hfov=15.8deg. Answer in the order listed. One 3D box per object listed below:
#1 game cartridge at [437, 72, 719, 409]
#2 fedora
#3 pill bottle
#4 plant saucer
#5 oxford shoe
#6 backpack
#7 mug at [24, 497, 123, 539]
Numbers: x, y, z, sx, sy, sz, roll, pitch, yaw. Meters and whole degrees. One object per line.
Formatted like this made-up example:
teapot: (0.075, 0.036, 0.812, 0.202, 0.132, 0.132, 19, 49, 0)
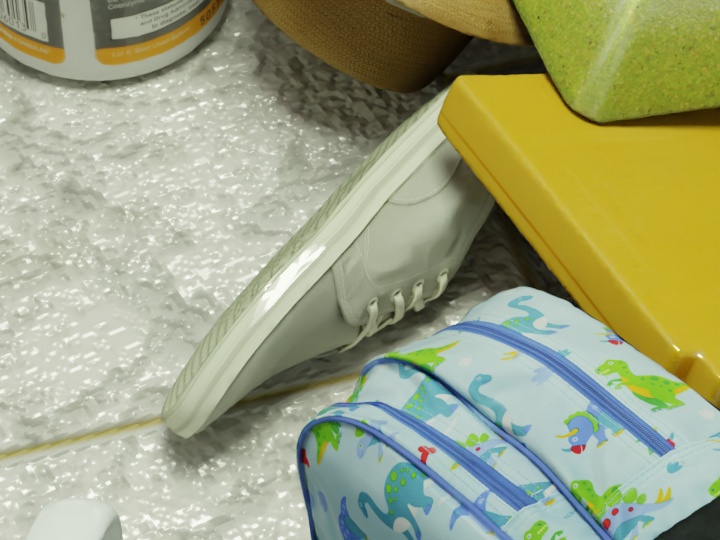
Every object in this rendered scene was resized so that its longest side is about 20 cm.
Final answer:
game cartridge: (0.151, -0.014, 0.983, 0.199, 0.033, 0.176, -5, 43, -33)
fedora: (0.009, -0.134, 1.087, 0.200, 0.082, 0.201, 26, 29, -16)
pill bottle: (-0.114, -0.185, 1.076, 0.116, 0.200, 0.117, 0, 48, 0)
plant saucer: (0.143, -0.159, 1.046, 0.199, 0.048, 0.200, -9, 54, -22)
oxford shoe: (0.000, 0.000, 1.004, 0.058, 0.075, 0.200, 49, 60, -6)
backpack: (0.070, 0.092, 0.860, 0.153, 0.164, 0.200, -21, 43, -7)
mug: (-0.097, 0.163, 0.780, 0.147, 0.176, 0.201, 4, 48, 4)
